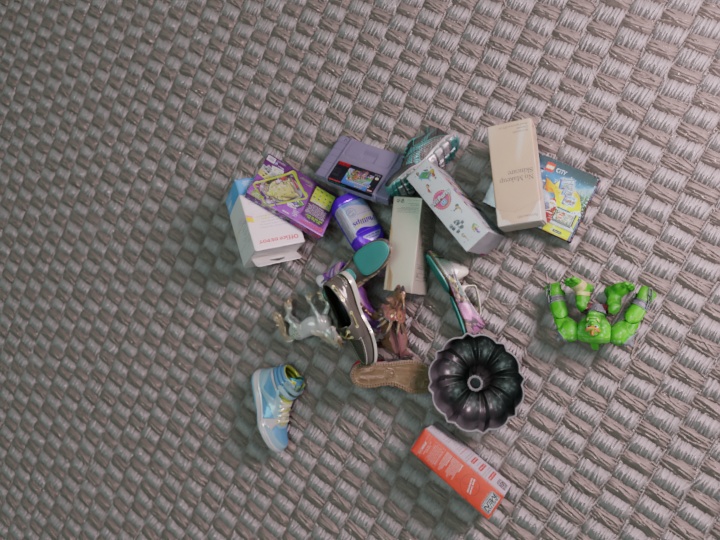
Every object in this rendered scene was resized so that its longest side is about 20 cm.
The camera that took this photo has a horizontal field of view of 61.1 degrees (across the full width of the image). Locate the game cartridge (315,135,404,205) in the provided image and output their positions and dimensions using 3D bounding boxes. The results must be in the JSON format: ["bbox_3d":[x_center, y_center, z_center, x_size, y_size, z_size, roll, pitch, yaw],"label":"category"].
[{"bbox_3d":[0.007,-0.231,1.397,0.197,0.039,0.131,22,62,23],"label":"game cartridge"}]

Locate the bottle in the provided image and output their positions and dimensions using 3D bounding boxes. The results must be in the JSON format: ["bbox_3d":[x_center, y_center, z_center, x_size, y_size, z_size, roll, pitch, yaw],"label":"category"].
[{"bbox_3d":[0.011,-0.082,1.388,0.082,0.066,0.202,-22,72,-24],"label":"bottle"}]

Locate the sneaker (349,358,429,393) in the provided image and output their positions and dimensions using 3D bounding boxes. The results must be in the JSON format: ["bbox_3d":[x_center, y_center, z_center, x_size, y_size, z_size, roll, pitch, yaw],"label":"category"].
[{"bbox_3d":[0.071,0.229,1.355,0.195,0.112,0.073,6,85,-6],"label":"sneaker"}]

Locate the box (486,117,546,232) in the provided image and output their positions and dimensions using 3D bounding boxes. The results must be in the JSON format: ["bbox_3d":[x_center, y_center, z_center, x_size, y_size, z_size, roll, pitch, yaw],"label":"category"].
[{"bbox_3d":[0.313,-0.187,1.219,0.093,0.077,0.205,-9,82,22],"label":"box"}]

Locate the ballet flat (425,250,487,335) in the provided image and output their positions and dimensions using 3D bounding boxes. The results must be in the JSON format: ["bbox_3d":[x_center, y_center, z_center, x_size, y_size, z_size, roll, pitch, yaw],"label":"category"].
[{"bbox_3d":[0.211,0.039,1.304,0.070,0.069,0.203,-26,81,-2],"label":"ballet flat"}]

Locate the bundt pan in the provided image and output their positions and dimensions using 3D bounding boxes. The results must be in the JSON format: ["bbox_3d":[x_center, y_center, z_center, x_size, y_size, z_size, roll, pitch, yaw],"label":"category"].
[{"bbox_3d":[0.241,0.225,1.255,0.197,0.076,0.207,1,93,19],"label":"bundt pan"}]

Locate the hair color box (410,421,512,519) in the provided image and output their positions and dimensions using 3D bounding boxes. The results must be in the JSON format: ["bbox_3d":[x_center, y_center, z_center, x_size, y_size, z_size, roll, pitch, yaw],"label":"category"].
[{"bbox_3d":[0.207,0.405,1.253,0.199,0.101,0.062,37,100,22],"label":"hair color box"}]

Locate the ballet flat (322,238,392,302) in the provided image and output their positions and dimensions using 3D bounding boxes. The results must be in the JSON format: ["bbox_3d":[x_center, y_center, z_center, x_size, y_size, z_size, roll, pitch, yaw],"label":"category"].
[{"bbox_3d":[0.000,0.000,1.320,0.199,0.075,0.068,-42,75,21],"label":"ballet flat"}]

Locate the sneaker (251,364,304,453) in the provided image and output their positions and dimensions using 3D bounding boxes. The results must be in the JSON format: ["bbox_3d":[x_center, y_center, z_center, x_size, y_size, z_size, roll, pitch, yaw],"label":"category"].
[{"bbox_3d":[-0.181,0.320,1.447,0.128,0.079,0.204,-21,79,23],"label":"sneaker"}]

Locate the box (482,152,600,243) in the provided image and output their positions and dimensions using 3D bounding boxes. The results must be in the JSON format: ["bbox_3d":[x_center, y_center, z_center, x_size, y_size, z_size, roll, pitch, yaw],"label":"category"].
[{"bbox_3d":[0.370,-0.162,1.255,0.198,0.038,0.139,29,98,23],"label":"box"}]

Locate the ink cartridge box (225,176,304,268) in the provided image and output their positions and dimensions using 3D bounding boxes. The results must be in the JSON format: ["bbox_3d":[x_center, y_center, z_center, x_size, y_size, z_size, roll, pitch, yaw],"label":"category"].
[{"bbox_3d":[-0.226,-0.104,1.446,0.125,0.126,0.204,-38,66,60],"label":"ink cartridge box"}]

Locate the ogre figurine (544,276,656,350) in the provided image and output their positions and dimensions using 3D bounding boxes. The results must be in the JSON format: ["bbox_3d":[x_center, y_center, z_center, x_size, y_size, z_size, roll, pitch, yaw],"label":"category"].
[{"bbox_3d":[0.456,0.084,1.173,0.195,0.098,0.123,8,71,9],"label":"ogre figurine"}]

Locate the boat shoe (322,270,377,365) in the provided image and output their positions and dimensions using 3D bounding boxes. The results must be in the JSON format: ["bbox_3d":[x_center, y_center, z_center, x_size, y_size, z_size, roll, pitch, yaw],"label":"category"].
[{"bbox_3d":[-0.022,0.107,1.267,0.072,0.060,0.206,-9,102,56],"label":"boat shoe"}]

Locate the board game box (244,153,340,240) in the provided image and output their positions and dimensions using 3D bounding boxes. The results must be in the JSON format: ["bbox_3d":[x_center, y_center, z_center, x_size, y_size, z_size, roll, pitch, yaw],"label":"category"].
[{"bbox_3d":[-0.154,-0.170,1.414,0.197,0.032,0.122,30,58,-11],"label":"board game box"}]

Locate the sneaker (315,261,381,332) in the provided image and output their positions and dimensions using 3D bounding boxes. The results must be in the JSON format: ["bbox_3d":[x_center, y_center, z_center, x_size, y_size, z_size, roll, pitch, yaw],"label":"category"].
[{"bbox_3d":[-0.012,0.055,1.394,0.089,0.080,0.200,-47,69,6],"label":"sneaker"}]

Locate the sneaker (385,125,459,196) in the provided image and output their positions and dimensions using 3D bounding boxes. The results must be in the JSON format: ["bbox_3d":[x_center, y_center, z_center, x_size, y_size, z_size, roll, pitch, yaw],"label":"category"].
[{"bbox_3d":[0.122,-0.242,1.342,0.199,0.078,0.091,-39,59,-11],"label":"sneaker"}]

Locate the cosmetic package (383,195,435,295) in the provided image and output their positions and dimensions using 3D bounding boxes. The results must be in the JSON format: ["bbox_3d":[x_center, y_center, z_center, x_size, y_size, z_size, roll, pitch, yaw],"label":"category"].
[{"bbox_3d":[0.109,-0.052,1.330,0.070,0.105,0.205,6,87,26],"label":"cosmetic package"}]

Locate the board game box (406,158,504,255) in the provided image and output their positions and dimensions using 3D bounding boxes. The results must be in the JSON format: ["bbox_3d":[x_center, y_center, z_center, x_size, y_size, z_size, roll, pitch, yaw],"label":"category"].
[{"bbox_3d":[0.200,-0.129,1.271,0.064,0.147,0.201,-42,71,17],"label":"board game box"}]

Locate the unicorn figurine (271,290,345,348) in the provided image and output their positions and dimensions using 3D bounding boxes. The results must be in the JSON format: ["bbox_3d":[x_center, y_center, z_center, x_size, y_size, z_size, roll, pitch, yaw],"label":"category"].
[{"bbox_3d":[-0.112,0.123,1.441,0.197,0.073,0.141,-17,88,37],"label":"unicorn figurine"}]

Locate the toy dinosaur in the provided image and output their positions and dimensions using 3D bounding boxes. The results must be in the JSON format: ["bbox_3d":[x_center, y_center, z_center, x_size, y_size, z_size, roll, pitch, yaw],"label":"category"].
[{"bbox_3d":[0.071,0.127,1.288,0.085,0.135,0.203,-27,113,-14],"label":"toy dinosaur"}]
